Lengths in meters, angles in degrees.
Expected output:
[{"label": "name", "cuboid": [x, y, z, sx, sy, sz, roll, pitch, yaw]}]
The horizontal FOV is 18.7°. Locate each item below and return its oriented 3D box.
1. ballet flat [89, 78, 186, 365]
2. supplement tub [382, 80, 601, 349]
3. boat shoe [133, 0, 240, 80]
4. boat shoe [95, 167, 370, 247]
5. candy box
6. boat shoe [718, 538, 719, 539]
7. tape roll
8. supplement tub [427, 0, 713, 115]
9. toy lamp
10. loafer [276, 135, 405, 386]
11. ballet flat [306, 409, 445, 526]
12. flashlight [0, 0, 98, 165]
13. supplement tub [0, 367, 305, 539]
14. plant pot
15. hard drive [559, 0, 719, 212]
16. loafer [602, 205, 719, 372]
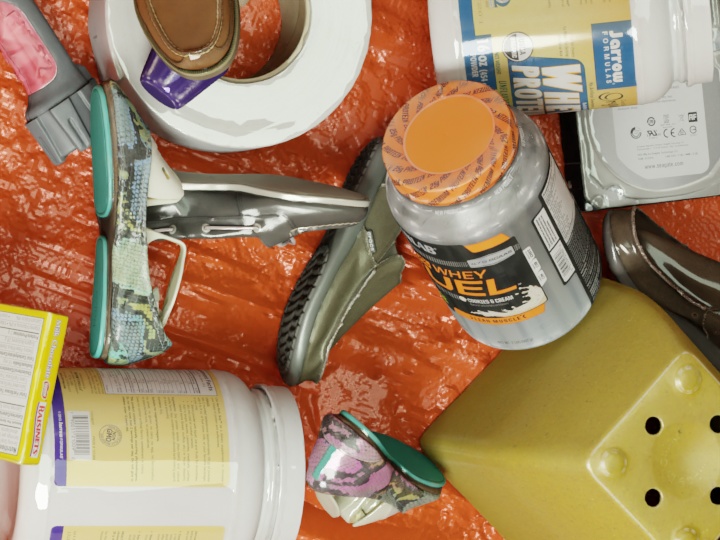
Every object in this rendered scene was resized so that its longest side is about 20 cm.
[{"label": "ballet flat", "cuboid": [-0.156, -0.034, 1.531, 0.074, 0.074, 0.201, -1, 100, -18]}, {"label": "supplement tub", "cuboid": [0.093, -0.040, 1.581, 0.123, 0.122, 0.200, -48, 141, -12]}, {"label": "boat shoe", "cuboid": [-0.132, -0.226, 1.483, 0.072, 0.068, 0.201, -17, 66, 2]}, {"label": "boat shoe", "cuboid": [-0.094, -0.040, 1.582, 0.199, 0.067, 0.057, 6, 102, 2]}, {"label": "candy box", "cuboid": [-0.291, 0.065, 1.480, 0.026, 0.199, 0.103, 13, 87, -59]}, {"label": "boat shoe", "cuboid": [0.290, 0.235, 1.719, 0.200, 0.070, 0.070, -26, 94, -16]}, {"label": "tape roll", "cuboid": [-0.096, -0.186, 1.591, 0.202, 0.071, 0.203, 0, 91, -18]}, {"label": "supplement tub", "cuboid": [0.154, -0.189, 1.602, 0.199, 0.145, 0.145, -5, 92, 7]}, {"label": "toy lamp", "cuboid": [-0.082, -0.199, 1.531, 0.058, 0.058, 0.200, 41, 77, -14]}, {"label": "loafer", "cuboid": [0.000, 0.000, 1.621, 0.070, 0.075, 0.200, 26, 82, -12]}, {"label": "ballet flat", "cuboid": [0.003, 0.150, 1.583, 0.069, 0.200, 0.071, 40, 91, 22]}, {"label": "flashlight", "cuboid": [-0.253, -0.169, 1.543, 0.068, 0.068, 0.200, -29, 101, 11]}, {"label": "supplement tub", "cuboid": [-0.151, 0.141, 1.535, 0.199, 0.145, 0.146, 2, 90, -18]}, {"label": "plant pot", "cuboid": [0.201, 0.133, 1.622, 0.196, 0.200, 0.194, -46, 103, -13]}, {"label": "hard drive", "cuboid": [0.223, -0.152, 1.713, 0.139, 0.038, 0.201, -6, 91, -18]}, {"label": "loafer", "cuboid": [0.268, 0.011, 1.701, 0.200, 0.071, 0.073, 39, 34, -22]}]
